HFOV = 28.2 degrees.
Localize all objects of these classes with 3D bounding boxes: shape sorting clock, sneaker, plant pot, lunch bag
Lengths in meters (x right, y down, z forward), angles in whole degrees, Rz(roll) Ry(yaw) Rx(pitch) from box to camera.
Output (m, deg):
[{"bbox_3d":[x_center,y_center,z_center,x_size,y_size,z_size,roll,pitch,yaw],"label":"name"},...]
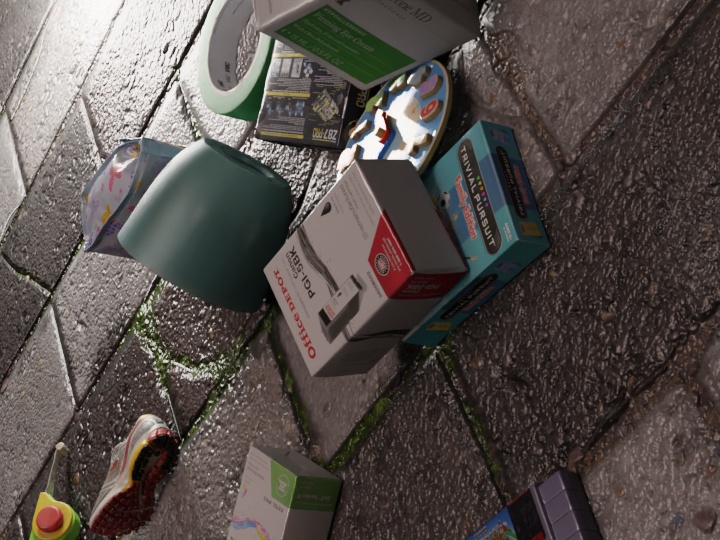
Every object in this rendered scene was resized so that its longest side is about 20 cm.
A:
[{"bbox_3d":[0.033,-0.147,1.596,0.200,0.039,0.201,-46,30,36],"label":"shape sorting clock"},{"bbox_3d":[-0.319,0.290,2.007,0.200,0.078,0.082,-56,36,16],"label":"sneaker"},{"bbox_3d":[-0.178,-0.067,1.792,0.161,0.200,0.201,-60,38,9],"label":"plant pot"},{"bbox_3d":[-0.263,-0.103,1.934,0.200,0.169,0.128,-43,46,45],"label":"lunch bag"}]

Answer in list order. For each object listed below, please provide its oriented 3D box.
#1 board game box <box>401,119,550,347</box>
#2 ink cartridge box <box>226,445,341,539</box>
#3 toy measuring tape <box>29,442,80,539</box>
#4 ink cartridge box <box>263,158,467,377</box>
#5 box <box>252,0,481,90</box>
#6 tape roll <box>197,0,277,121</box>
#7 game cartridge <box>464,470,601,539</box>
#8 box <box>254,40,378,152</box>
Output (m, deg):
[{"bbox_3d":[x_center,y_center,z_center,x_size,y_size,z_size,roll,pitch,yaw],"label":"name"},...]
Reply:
[{"bbox_3d":[0.100,-0.037,1.504,0.200,0.047,0.152,-45,48,40],"label":"board game box"},{"bbox_3d":[-0.101,0.320,1.682,0.117,0.067,0.201,21,99,55],"label":"ink cartridge box"},{"bbox_3d":[-0.457,0.358,2.201,0.074,0.073,0.201,-35,36,45],"label":"toy measuring tape"},{"bbox_3d":[0.000,0.000,1.504,0.200,0.083,0.147,-48,58,39],"label":"ink cartridge box"},{"bbox_3d":[0.002,-0.339,1.561,0.171,0.199,0.201,-22,64,31],"label":"box"},{"bbox_3d":[-0.152,-0.304,1.931,0.200,0.048,0.202,-18,67,52],"label":"tape roll"},{"bbox_3d":[0.153,0.291,1.360,0.200,0.038,0.130,-48,50,38],"label":"game cartridge"},{"bbox_3d":[-0.050,-0.231,1.768,0.200,0.049,0.162,12,89,55],"label":"box"}]
